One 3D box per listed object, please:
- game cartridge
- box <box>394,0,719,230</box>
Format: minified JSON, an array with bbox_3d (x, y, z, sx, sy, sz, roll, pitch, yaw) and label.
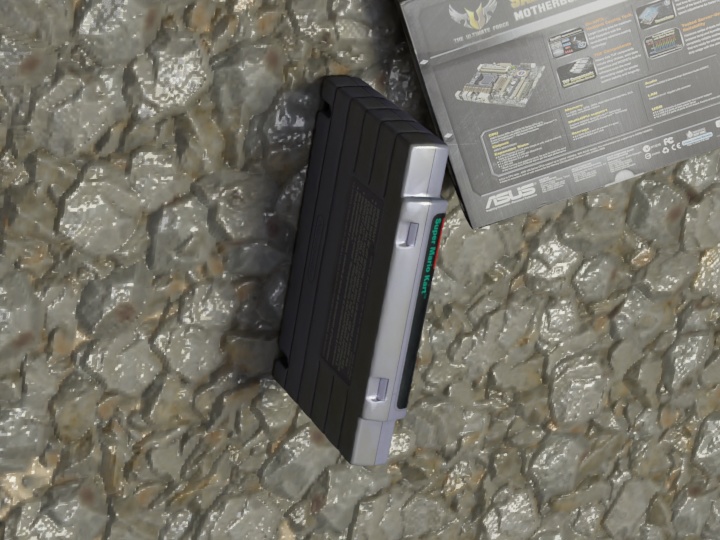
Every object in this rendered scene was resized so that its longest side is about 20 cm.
[{"bbox_3d":[0.000,0.000,1.277,0.038,0.130,0.200,-2,114,-30],"label":"game cartridge"},{"bbox_3d":[0.134,-0.129,1.297,0.200,0.048,0.159,-19,117,3],"label":"box"}]
